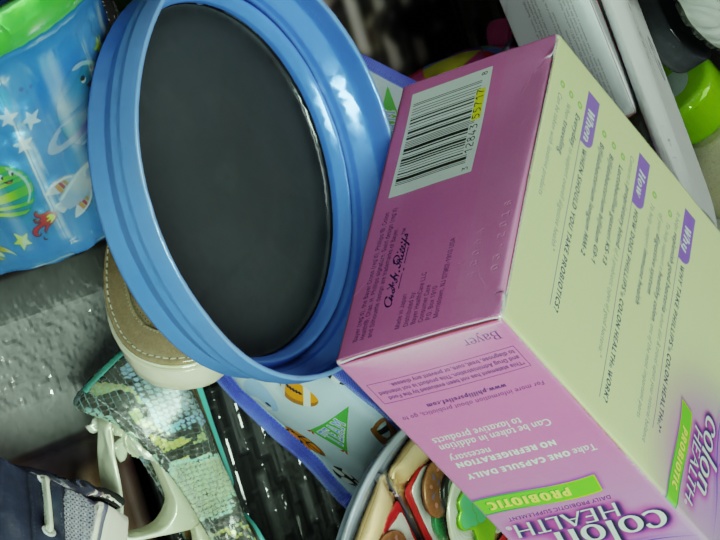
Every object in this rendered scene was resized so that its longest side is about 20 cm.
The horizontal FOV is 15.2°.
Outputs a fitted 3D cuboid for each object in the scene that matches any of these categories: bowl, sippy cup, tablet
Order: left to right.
[{"bbox_3d":[-0.163,-0.075,1.245,0.177,0.140,0.131,-25,115,-5],"label":"sippy cup"},{"bbox_3d":[-0.052,-0.045,1.246,0.200,0.039,0.202,23,61,-49],"label":"bowl"},{"bbox_3d":[0.160,-0.123,1.537,0.130,0.014,0.201,24,47,-74],"label":"tablet"}]

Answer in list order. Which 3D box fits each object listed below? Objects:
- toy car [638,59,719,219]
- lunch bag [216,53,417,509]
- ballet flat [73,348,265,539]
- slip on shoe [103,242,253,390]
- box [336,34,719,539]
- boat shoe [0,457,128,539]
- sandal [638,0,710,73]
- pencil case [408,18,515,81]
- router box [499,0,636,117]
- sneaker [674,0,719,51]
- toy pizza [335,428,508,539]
[{"bbox_3d":[0.263,-0.136,1.731,0.164,0.157,0.201,43,24,-35],"label":"toy car"},{"bbox_3d":[0.000,0.000,1.395,0.200,0.124,0.170,45,56,-23],"label":"lunch bag"},{"bbox_3d":[-0.085,0.126,1.323,0.074,0.074,0.201,-43,117,-43],"label":"ballet flat"},{"bbox_3d":[-0.083,-0.038,1.297,0.061,0.076,0.201,82,13,-53],"label":"slip on shoe"},{"bbox_3d":[0.096,0.023,1.309,0.200,0.096,0.177,45,42,-35],"label":"box"},{"bbox_3d":[-0.172,0.177,1.216,0.093,0.075,0.201,30,52,-31],"label":"boat shoe"},{"bbox_3d":[0.175,-0.215,1.654,0.076,0.043,0.201,10,52,-55],"label":"sandal"},{"bbox_3d":[0.090,-0.035,1.527,0.088,0.088,0.201,-36,109,-45],"label":"pencil case"},{"bbox_3d":[0.102,-0.189,1.540,0.180,0.049,0.201,-66,133,-74],"label":"router box"},{"bbox_3d":[0.193,-0.192,1.546,0.200,0.079,0.074,19,48,-56],"label":"sneaker"},{"bbox_3d":[0.049,0.166,1.331,0.200,0.032,0.202,-7,98,-54],"label":"toy pizza"}]
